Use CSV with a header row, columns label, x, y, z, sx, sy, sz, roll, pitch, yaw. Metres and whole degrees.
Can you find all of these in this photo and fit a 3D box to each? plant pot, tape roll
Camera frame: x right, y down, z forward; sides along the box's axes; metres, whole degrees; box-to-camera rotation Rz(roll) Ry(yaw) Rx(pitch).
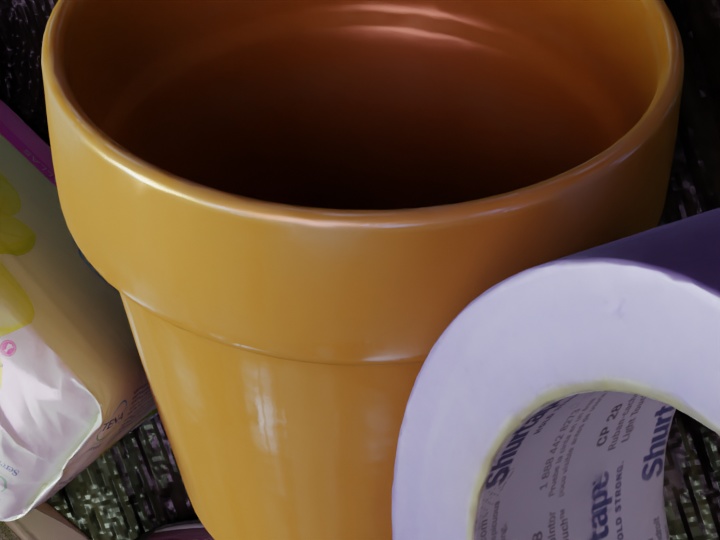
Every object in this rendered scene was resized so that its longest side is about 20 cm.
label,x,y,z,sx,sy,sz,roll,pitch,yaw
plant pot,0.000,0.000,0.746,0.199,0.200,0.184,13,128,17
tape roll,0.104,0.085,0.601,0.199,0.085,0.202,20,117,44

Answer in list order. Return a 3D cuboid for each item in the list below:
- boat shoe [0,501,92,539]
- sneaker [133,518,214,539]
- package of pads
label,x,y,z,sx,sy,sz,roll,pitch,yaw
boat shoe,-0.173,0.088,0.828,0.072,0.065,0.200,2,145,47
sneaker,-0.024,0.163,0.845,0.199,0.116,0.076,17,114,15
package of pads,-0.154,-0.012,0.808,0.200,0.154,0.068,42,107,2
